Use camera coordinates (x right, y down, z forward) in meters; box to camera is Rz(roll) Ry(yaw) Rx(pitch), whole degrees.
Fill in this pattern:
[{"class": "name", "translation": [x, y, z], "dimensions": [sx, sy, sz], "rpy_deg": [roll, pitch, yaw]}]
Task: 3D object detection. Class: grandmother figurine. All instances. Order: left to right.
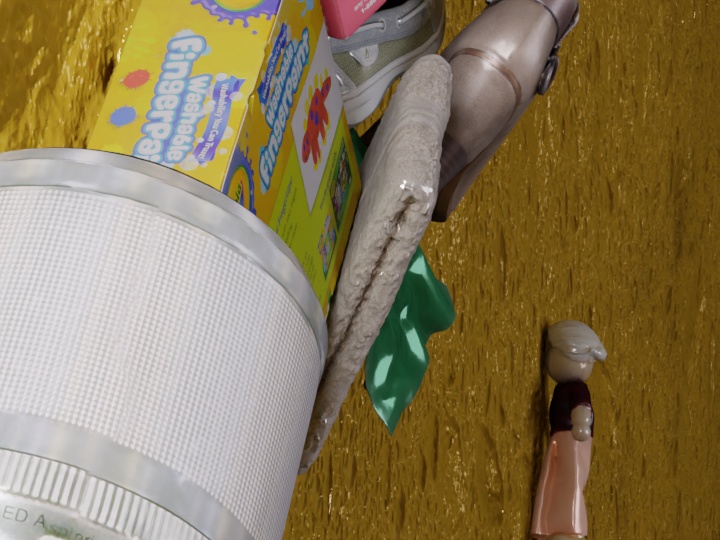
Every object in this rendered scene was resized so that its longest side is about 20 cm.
[{"class": "grandmother figurine", "translation": [0.175, 0.139, 2.051], "dimensions": [0.121, 0.060, 0.201], "rpy_deg": [131, -36, -70]}]

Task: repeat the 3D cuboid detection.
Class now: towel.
[{"class": "towel", "translation": [0.000, 0.000, 1.253], "dimensions": [0.133, 0.034, 0.200], "rpy_deg": [-82, -165, -56]}]

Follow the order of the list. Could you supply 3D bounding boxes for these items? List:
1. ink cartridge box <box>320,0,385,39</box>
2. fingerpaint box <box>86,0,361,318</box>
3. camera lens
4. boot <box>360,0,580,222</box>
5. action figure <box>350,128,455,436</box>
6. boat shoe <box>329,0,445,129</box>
[{"class": "ink cartridge box", "translation": [-0.013, -0.237, 1.174], "dimensions": [0.147, 0.083, 0.200], "rpy_deg": [-46, 144, -26]}, {"class": "fingerpaint box", "translation": [-0.064, -0.030, 1.118], "dimensions": [0.167, 0.073, 0.200], "rpy_deg": [77, 20, -45]}, {"class": "camera lens", "translation": [-0.103, 0.071, 0.821], "dimensions": [0.160, 0.160, 0.200], "rpy_deg": [73, 24, -50]}, {"class": "boot", "translation": [0.067, -0.106, 1.405], "dimensions": [0.146, 0.070, 0.200], "rpy_deg": [-53, -172, -5]}, {"class": "action figure", "translation": [-0.004, -0.016, 1.376], "dimensions": [0.200, 0.055, 0.118], "rpy_deg": [68, 29, -41]}, {"class": "boat shoe", "translation": [-0.002, -0.141, 1.338], "dimensions": [0.202, 0.074, 0.065], "rpy_deg": [-52, 145, -55]}]
